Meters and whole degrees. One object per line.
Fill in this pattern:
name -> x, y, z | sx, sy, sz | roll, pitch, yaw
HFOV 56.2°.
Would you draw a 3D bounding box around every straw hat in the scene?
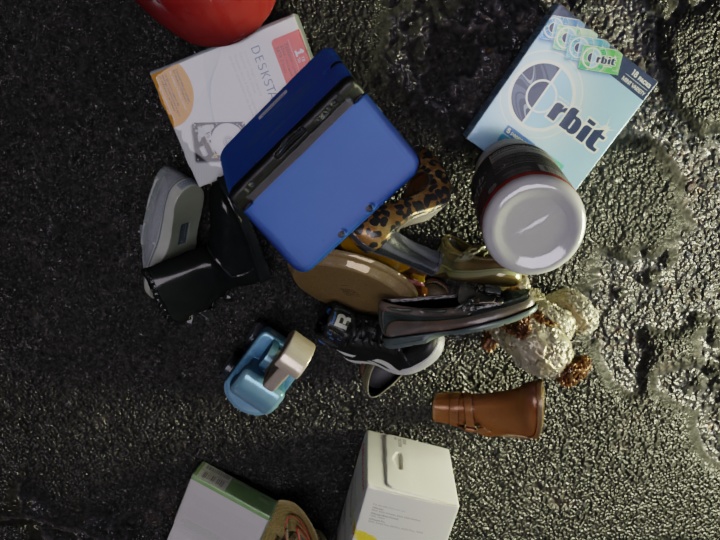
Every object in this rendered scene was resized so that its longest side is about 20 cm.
straw hat -> -0.095, 0.471, 1.105 | 0.084, 0.200, 0.204 | 5, 115, -46

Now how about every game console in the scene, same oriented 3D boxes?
game console -> -0.055, -0.134, 0.809 | 0.199, 0.172, 0.118 | -40, 129, 12

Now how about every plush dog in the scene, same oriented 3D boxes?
plush dog -> 0.232, 0.080, 0.933 | 0.199, 0.172, 0.161 | 37, 105, -13

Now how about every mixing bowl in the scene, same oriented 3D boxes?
mixing bowl -> -0.173, -0.342, 0.801 | 0.197, 0.202, 0.109 | -19, 141, 6

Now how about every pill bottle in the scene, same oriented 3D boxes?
pill bottle -> 0.195, -0.087, 0.819 | 0.114, 0.201, 0.118 | 1, 115, 3

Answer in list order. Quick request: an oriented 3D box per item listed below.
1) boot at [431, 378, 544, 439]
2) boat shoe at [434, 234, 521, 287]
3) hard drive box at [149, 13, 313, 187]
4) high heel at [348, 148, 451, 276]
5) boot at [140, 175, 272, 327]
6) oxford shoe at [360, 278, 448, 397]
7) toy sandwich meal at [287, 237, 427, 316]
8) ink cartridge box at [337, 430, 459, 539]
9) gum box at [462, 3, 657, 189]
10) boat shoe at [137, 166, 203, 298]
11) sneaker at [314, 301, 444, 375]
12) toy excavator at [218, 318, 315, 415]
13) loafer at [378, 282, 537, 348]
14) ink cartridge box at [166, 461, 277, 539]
boot -> 0.181, 0.201, 0.979 | 0.152, 0.075, 0.201 | 9, 151, 4
boat shoe -> 0.149, -0.016, 0.886 | 0.072, 0.200, 0.064 | 8, 90, -13
hard drive box -> -0.147, -0.222, 0.883 | 0.197, 0.077, 0.158 | -20, 108, 6
high heel -> 0.044, -0.102, 0.862 | 0.141, 0.203, 0.071 | 22, 144, -24
boot -> -0.215, -0.019, 0.909 | 0.160, 0.074, 0.200 | -24, 140, -9
oxford shoe -> 0.069, 0.106, 0.993 | 0.070, 0.075, 0.202 | 28, 106, -9
toy sandwich meal -> 0.000, 0.000, 0.915 | 0.202, 0.205, 0.071 | 19, 68, -6
ink cartridge box -> 0.052, 0.384, 1.048 | 0.142, 0.148, 0.203 | 13, 109, -5
gum box -> 0.263, -0.216, 0.902 | 0.168, 0.045, 0.201 | 32, 107, -10
boat shoe -> -0.273, -0.054, 0.945 | 0.071, 0.070, 0.203 | 40, 125, 23
sneaker -> 0.010, 0.089, 0.924 | 0.111, 0.198, 0.074 | 33, 63, -36
toy excavator -> -0.123, 0.142, 0.938 | 0.099, 0.200, 0.195 | 35, 106, -12
loafer -> 0.115, 0.046, 0.832 | 0.197, 0.072, 0.064 | -15, 96, 12
ink cartridge box -> -0.238, 0.435, 1.105 | 0.144, 0.048, 0.202 | 26, 108, 4
